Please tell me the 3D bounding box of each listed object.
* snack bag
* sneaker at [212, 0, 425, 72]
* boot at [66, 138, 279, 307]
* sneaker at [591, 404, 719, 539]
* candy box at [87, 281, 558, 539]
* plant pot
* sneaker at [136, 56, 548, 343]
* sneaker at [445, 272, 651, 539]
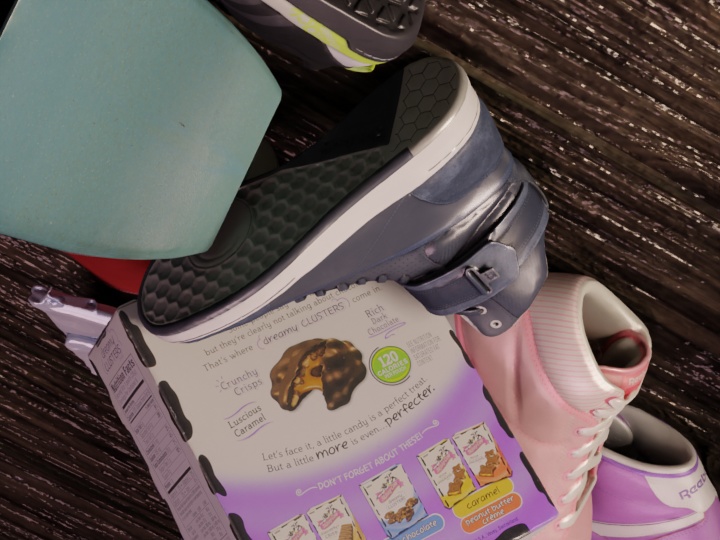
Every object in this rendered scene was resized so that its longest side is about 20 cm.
[{"bbox_3d":[-0.094,0.060,1.393,0.187,0.022,0.200,16,169,6],"label":"snack bag"},{"bbox_3d":[-0.061,-0.144,1.045,0.200,0.072,0.083,36,147,-27],"label":"sneaker"},{"bbox_3d":[-0.093,-0.021,1.273,0.199,0.073,0.144,0,147,42],"label":"boot"},{"bbox_3d":[0.123,0.120,1.396,0.199,0.073,0.115,2,128,34],"label":"sneaker"},{"bbox_3d":[-0.021,0.086,1.218,0.201,0.167,0.072,61,152,11],"label":"candy box"},{"bbox_3d":[-0.142,-0.088,1.079,0.141,0.142,0.200,28,-178,39],"label":"plant pot"},{"bbox_3d":[0.001,0.001,1.172,0.202,0.077,0.146,-33,136,10],"label":"sneaker"},{"bbox_3d":[0.116,0.086,1.279,0.104,0.075,0.201,-5,119,28],"label":"sneaker"}]
